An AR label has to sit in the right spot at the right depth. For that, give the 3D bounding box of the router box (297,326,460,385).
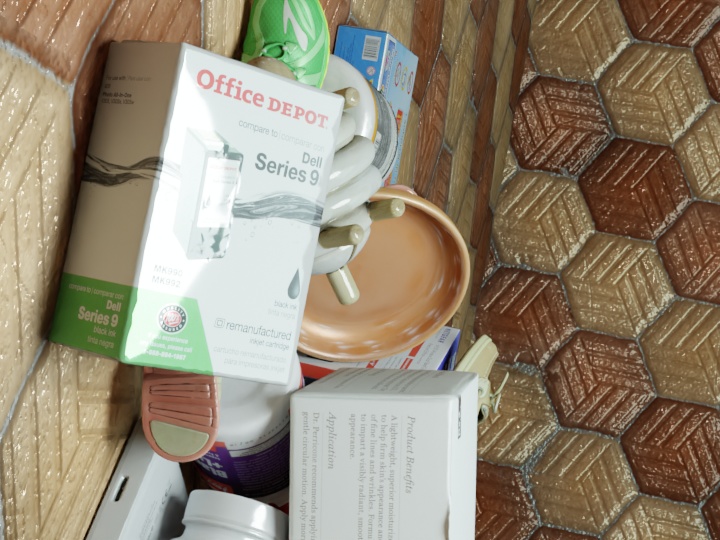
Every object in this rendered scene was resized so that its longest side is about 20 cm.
[{"bbox_3d":[-0.005,0.090,1.432,0.200,0.179,0.049,-45,146,-69],"label":"router box"}]

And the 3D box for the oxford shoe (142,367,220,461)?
[{"bbox_3d":[-0.130,0.034,1.037,0.074,0.070,0.201,-127,-136,-83],"label":"oxford shoe"}]

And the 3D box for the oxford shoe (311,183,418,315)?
[{"bbox_3d":[-0.022,-0.024,1.358,0.200,0.071,0.074,-37,-164,22],"label":"oxford shoe"}]

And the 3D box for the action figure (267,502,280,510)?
[{"bbox_3d":[-0.114,0.290,1.258,0.200,0.065,0.099,-50,178,13],"label":"action figure"}]

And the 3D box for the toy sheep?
[{"bbox_3d":[-0.044,-0.065,1.063,0.138,0.137,0.201,-48,120,-69],"label":"toy sheep"}]

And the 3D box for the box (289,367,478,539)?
[{"bbox_3d":[0.024,0.187,1.155,0.200,0.130,0.200,-8,99,-80],"label":"box"}]

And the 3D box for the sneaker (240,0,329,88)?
[{"bbox_3d":[-0.073,-0.143,1.146,0.084,0.074,0.201,13,88,-83],"label":"sneaker"}]

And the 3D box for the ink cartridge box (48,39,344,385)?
[{"bbox_3d":[-0.104,-0.036,0.921,0.146,0.084,0.201,12,88,-44],"label":"ink cartridge box"}]

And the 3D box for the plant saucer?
[{"bbox_3d":[0.000,0.000,1.301,0.038,0.199,0.201,-100,-171,-49],"label":"plant saucer"}]

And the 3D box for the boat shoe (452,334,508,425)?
[{"bbox_3d":[0.098,0.157,1.407,0.201,0.062,0.073,-62,173,-24],"label":"boat shoe"}]

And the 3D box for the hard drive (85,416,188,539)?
[{"bbox_3d":[-0.171,0.223,1.125,0.200,0.027,0.132,85,19,-52],"label":"hard drive"}]

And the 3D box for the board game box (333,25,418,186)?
[{"bbox_3d":[0.006,-0.157,1.569,0.196,0.056,0.201,-3,103,-79],"label":"board game box"}]

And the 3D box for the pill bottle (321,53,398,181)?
[{"bbox_3d":[-0.027,-0.125,1.287,0.200,0.116,0.117,15,86,-79],"label":"pill bottle"}]

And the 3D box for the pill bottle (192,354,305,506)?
[{"bbox_3d":[-0.095,0.128,1.194,0.200,0.111,0.112,81,23,-59],"label":"pill bottle"}]

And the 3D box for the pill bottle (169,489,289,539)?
[{"bbox_3d":[-0.118,0.276,1.084,0.112,0.112,0.201,73,30,-67],"label":"pill bottle"}]

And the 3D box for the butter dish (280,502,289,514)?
[{"bbox_3d":[-0.059,0.221,1.377,0.200,0.199,0.148,68,10,-67],"label":"butter dish"}]
